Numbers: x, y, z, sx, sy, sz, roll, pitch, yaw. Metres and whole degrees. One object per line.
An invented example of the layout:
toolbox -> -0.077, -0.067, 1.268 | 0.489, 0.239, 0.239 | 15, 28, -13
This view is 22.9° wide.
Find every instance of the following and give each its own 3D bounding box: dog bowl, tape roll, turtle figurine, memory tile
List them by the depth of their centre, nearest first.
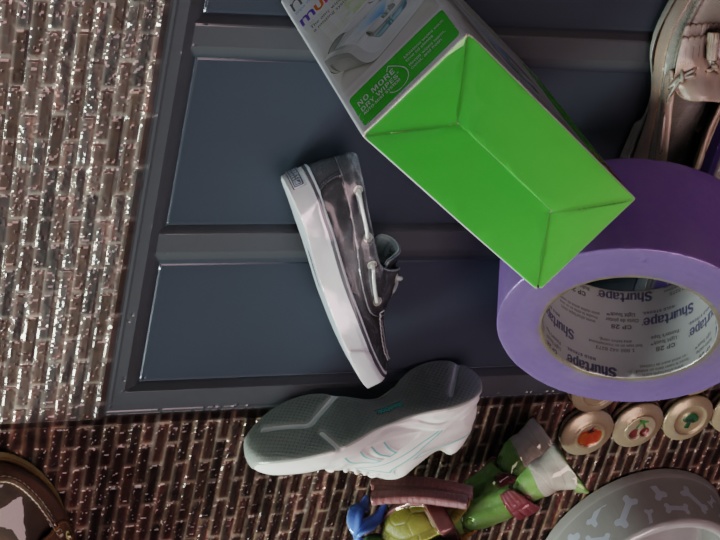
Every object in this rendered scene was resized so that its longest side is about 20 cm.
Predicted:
tape roll -> 0.203, 0.011, 1.340 | 0.197, 0.086, 0.201 | 3, 144, 3
turtle figurine -> 0.106, 0.232, 1.486 | 0.193, 0.201, 0.144 | -37, 165, 1
memory tile -> 0.269, 0.090, 1.529 | 0.198, 0.017, 0.155 | -6, 127, -19
dog bowl -> 0.260, 0.278, 1.639 | 0.198, 0.059, 0.202 | -11, 129, -14

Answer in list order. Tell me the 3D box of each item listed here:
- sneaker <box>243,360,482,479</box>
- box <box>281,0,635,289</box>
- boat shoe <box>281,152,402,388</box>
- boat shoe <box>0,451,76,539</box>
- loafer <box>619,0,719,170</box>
sneaker -> 0.004, 0.137, 1.416 | 0.198, 0.071, 0.081 | -12, 132, -15
box -> 0.062, -0.112, 1.181 | 0.097, 0.177, 0.200 | -42, 130, 12
boat shoe -> 0.000, 0.000, 1.315 | 0.067, 0.072, 0.202 | -21, 123, -5
boat shoe -> -0.248, 0.225, 1.374 | 0.070, 0.071, 0.201 | -25, 130, -2
loafer -> 0.248, -0.126, 1.326 | 0.071, 0.063, 0.202 | -1, 125, -22
